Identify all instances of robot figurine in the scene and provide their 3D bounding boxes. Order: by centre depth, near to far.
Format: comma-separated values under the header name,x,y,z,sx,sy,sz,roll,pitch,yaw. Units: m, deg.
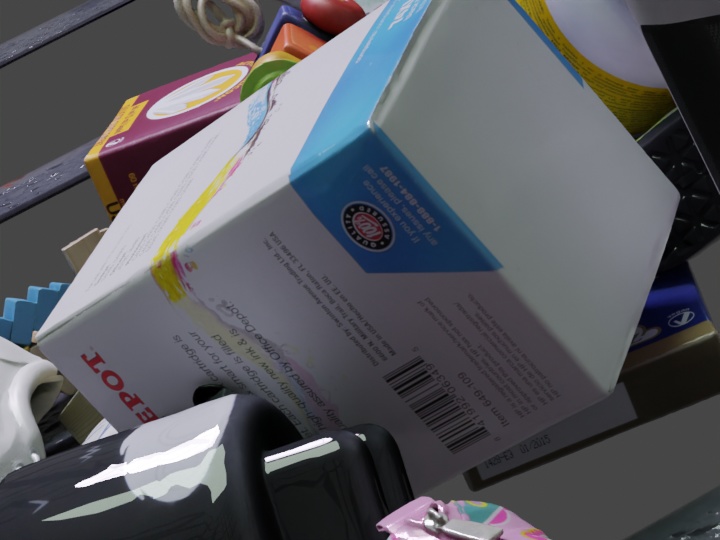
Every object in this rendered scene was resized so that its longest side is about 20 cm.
name,x,y,z,sx,sy,sz,roll,pitch,yaw
robot figurine,-0.074,0.122,1.008,0.199,0.150,0.125,-19,46,13

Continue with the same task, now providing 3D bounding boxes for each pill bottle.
name,x,y,z,sx,sy,sz,roll,pitch,yaw
pill bottle,0.124,-0.126,1.201,0.112,0.113,0.200,-29,-4,-13

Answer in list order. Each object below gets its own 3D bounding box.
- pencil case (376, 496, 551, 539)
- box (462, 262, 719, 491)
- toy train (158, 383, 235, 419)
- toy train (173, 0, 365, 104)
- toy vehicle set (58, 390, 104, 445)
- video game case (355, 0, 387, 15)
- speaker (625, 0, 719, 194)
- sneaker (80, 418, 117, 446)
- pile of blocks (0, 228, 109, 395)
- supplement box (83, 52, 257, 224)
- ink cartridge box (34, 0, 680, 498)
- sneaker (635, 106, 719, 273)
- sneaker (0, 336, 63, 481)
name,x,y,z,sx,sy,sz,roll,pitch,yaw
pencil case,0.066,0.130,0.863,0.087,0.088,0.200,-30,20,-17
box,0.094,0.025,1.203,0.121,0.033,0.200,-23,17,7
toy train,-0.100,0.108,1.117,0.200,0.046,0.034,-39,26,38
toy train,-0.036,-0.089,1.275,0.085,0.199,0.116,-63,-2,14
toy vehicle set,-0.057,0.008,1.363,0.200,0.027,0.124,-38,-6,-36
video game case,0.059,-0.103,1.418,0.023,0.182,0.200,-63,-2,29
speaker,0.173,-0.047,1.030,0.081,0.201,0.081,-24,22,11
sneaker,-0.081,0.068,1.249,0.087,0.075,0.200,-13,20,49
pile of blocks,-0.153,0.026,1.438,0.199,0.082,0.062,-30,12,-18
supplement box,-0.048,-0.079,1.585,0.199,0.086,0.110,-19,19,17
ink cartridge box,0.000,0.000,1.111,0.200,0.147,0.146,-31,20,35
sneaker,0.182,-0.068,1.155,0.199,0.072,0.083,-29,0,28
sneaker,-0.188,0.098,1.300,0.070,0.073,0.201,15,41,-2
